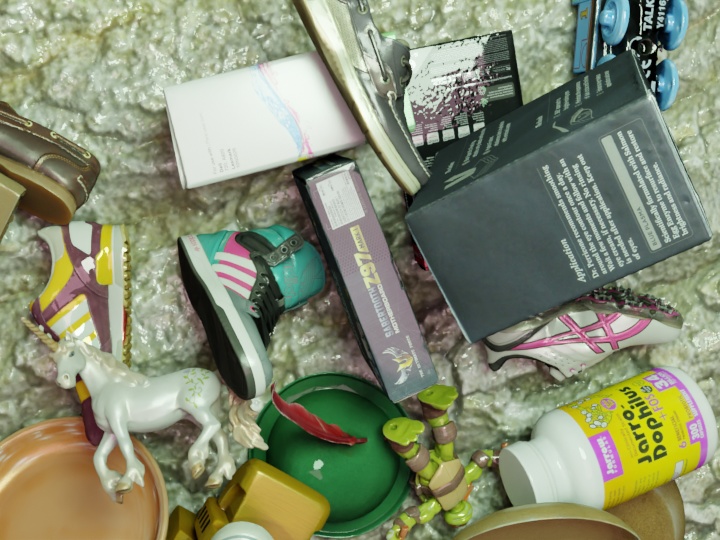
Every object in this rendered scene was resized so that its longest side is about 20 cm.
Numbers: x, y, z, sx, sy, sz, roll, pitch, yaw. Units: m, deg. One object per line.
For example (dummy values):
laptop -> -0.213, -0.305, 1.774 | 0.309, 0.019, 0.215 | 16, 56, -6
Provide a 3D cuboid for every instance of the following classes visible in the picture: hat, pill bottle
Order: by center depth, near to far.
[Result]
hat -> -0.025, 0.191, 0.864 | 0.197, 0.176, 0.168 | 24, 94, -11
pill bottle -> 0.236, 0.172, 0.922 | 0.196, 0.104, 0.107 | -19, 101, -16

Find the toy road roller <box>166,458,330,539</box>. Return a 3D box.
toy road roller -> -0.101, 0.244, 0.856 | 0.122, 0.200, 0.148 | 32, 84, -12

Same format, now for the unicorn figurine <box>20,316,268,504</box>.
unicorn figurine -> -0.184, 0.118, 0.806 | 0.196, 0.074, 0.140 | 1, 63, -25

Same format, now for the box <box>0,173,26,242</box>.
box -> -0.408, -0.058, 0.824 | 0.198, 0.021, 0.165 | 31, 116, -11

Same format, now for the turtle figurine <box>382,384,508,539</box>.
turtle figurine -> 0.086, 0.192, 0.935 | 0.198, 0.064, 0.164 | -30, 119, -16

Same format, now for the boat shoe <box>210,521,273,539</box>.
boat shoe -> -0.102, 0.294, 0.733 | 0.068, 0.072, 0.205 | 11, 109, -6

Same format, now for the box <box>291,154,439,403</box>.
box -> 0.000, 0.000, 0.852 | 0.050, 0.158, 0.204 | -21, 101, -4

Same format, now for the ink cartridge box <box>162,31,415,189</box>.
ink cartridge box -> -0.065, -0.136, 0.829 | 0.196, 0.145, 0.086 | -15, 99, -6

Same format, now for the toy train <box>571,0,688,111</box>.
toy train -> 0.243, -0.225, 0.878 | 0.085, 0.114, 0.205 | 2, 97, -11

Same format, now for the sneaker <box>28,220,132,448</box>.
sneaker -> -0.255, 0.058, 0.868 | 0.088, 0.075, 0.205 | 2, 88, -8

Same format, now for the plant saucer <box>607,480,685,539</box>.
plant saucer -> 0.252, 0.278, 0.990 | 0.195, 0.035, 0.205 | -1, 98, -8

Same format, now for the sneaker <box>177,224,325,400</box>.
sneaker -> -0.082, 0.026, 0.841 | 0.118, 0.201, 0.085 | -13, 131, -19

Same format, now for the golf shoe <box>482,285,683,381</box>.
golf shoe -> 0.215, 0.060, 0.940 | 0.195, 0.073, 0.094 | 3, 104, 2

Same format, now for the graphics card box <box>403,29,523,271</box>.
graphics card box -> 0.096, -0.114, 0.905 | 0.123, 0.051, 0.205 | -13, 101, -6

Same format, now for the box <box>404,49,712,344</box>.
box -> 0.156, -0.065, 0.766 | 0.197, 0.197, 0.119 | -25, 104, 21

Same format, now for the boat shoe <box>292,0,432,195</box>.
boat shoe -> 0.009, -0.157, 0.729 | 0.064, 0.072, 0.203 | -28, 93, 1

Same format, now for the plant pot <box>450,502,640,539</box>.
plant pot -> 0.165, 0.266, 0.899 | 0.195, 0.028, 0.202 | -2, 141, -2

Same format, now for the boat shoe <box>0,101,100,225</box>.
boat shoe -> -0.326, -0.116, 0.840 | 0.198, 0.070, 0.071 | 31, 55, -13

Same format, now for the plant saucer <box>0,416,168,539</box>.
plant saucer -> -0.268, 0.231, 0.859 | 0.195, 0.038, 0.204 | 1, 57, -1
